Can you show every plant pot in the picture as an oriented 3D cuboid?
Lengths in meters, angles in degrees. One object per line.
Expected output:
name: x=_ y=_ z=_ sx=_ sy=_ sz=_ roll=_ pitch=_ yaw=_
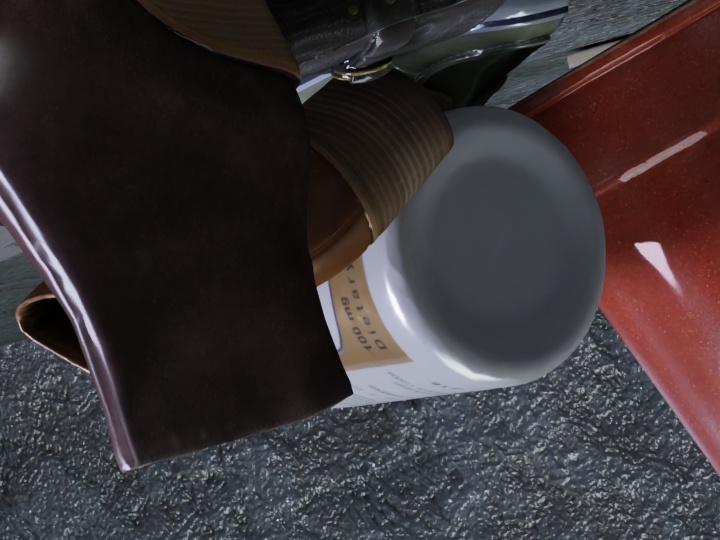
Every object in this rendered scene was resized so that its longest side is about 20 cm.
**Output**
plant pot: x=0.176 y=-0.025 z=1.303 sx=0.201 sy=0.195 sz=0.201 roll=-31 pitch=-179 yaw=1

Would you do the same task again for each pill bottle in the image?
pill bottle: x=0.000 y=0.000 z=1.262 sx=0.114 sy=0.115 sz=0.200 roll=-11 pitch=180 yaw=-36

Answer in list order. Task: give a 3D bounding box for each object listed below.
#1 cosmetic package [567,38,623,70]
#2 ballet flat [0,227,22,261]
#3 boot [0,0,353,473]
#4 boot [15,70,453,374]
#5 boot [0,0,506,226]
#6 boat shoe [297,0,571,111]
cosmetic package: x=0.229 y=-0.111 z=1.668 sx=0.200 sy=0.073 sz=0.103 roll=-15 pitch=177 yaw=29
ballet flat: x=-0.126 y=-0.053 z=1.526 sx=0.200 sy=0.046 sz=0.067 roll=-18 pitch=147 yaw=-6
boot: x=-0.085 y=-0.021 z=0.905 sx=0.072 sy=0.167 sz=0.200 roll=-15 pitch=177 yaw=44
boot: x=-0.072 y=-0.018 z=1.156 sx=0.155 sy=0.077 sz=0.200 roll=-43 pitch=-146 yaw=-23
boot: x=-0.049 y=-0.076 z=1.092 sx=0.174 sy=0.069 sz=0.200 roll=-21 pitch=-170 yaw=-33
boat shoe: x=0.029 y=-0.086 z=1.281 sx=0.072 sy=0.062 sz=0.200 roll=-12 pitch=177 yaw=-31
